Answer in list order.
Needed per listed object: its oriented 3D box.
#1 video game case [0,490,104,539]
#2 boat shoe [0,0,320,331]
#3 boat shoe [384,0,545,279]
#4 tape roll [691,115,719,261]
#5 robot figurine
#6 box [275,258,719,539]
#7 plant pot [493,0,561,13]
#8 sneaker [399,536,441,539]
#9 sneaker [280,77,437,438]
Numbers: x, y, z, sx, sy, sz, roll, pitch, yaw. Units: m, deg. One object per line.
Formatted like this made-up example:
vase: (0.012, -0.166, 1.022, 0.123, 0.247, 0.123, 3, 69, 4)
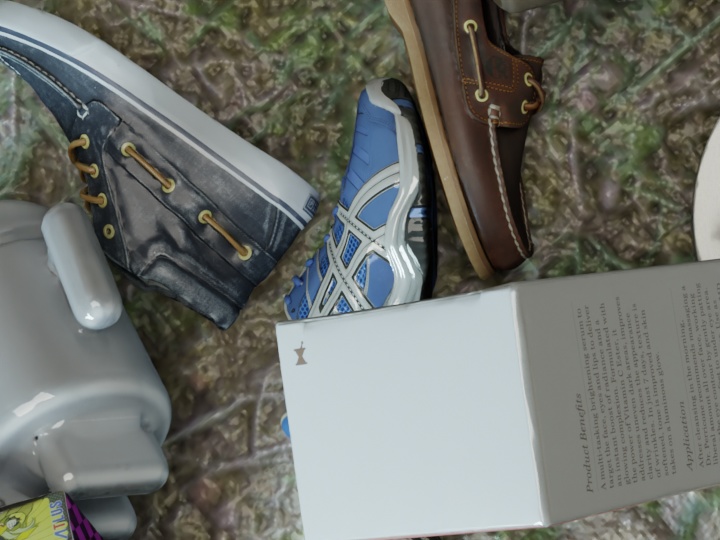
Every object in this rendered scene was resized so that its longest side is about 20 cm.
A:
video game case: (-0.193, 0.189, 1.215, 0.180, 0.200, 0.036, -18, 57, 5)
boat shoe: (-0.126, -0.055, 1.266, 0.200, 0.071, 0.091, 33, 83, 6)
boat shoe: (0.059, -0.099, 1.252, 0.070, 0.070, 0.201, -16, 87, 7)
tape roll: (0.268, -0.026, 1.244, 0.202, 0.037, 0.204, 0, 89, 6)
robot figurine: (-0.169, 0.046, 1.236, 0.170, 0.113, 0.200, -53, 52, 33)
box: (0.085, 0.060, 1.158, 0.152, 0.199, 0.107, -10, 88, 44)
plant pot: (0.115, -0.217, 1.180, 0.174, 0.200, 0.201, -30, 85, 1)
sneaker: (-0.032, 0.219, 1.219, 0.076, 0.116, 0.201, 38, 59, 11)
sneaker: (0.000, 0.000, 1.254, 0.077, 0.076, 0.201, 2, 84, 8)
